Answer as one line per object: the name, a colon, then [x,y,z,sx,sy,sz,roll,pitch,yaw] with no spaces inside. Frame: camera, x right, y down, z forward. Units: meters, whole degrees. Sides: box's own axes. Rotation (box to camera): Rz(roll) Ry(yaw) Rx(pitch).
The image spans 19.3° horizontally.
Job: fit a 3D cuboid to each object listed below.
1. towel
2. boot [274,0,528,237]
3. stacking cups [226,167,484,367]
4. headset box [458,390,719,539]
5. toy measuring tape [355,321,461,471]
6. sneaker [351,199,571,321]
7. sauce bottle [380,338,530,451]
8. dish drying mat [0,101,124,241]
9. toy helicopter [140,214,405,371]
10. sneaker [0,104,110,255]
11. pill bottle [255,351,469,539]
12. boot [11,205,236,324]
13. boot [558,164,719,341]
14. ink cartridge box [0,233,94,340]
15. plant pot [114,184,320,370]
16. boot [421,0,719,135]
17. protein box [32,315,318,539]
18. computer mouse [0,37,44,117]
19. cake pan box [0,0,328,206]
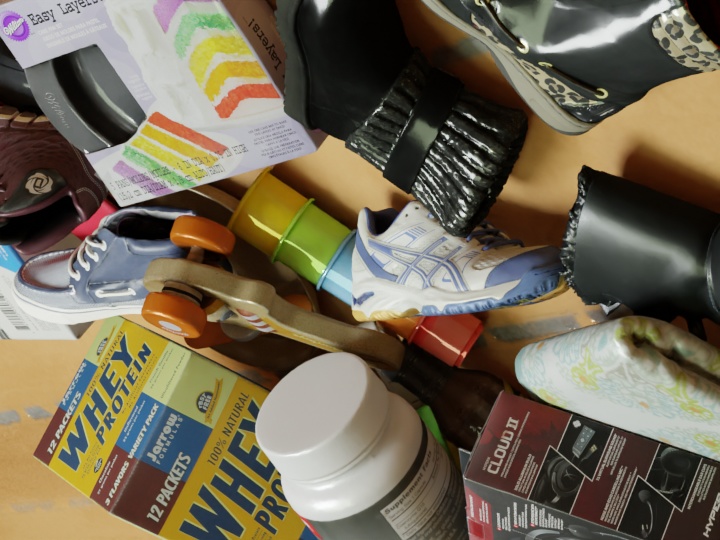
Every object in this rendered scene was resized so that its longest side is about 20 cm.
towel: [0.217,0.091,1.397,0.199,0.048,0.171,27,161,-13]
boot: [0.032,-0.122,1.338,0.158,0.079,0.211,36,159,17]
stacking cups: [0.000,0.000,1.558,0.200,0.061,0.061,32,148,2]
headset box: [0.159,0.171,1.464,0.199,0.077,0.149,18,151,17]
toy measuring tape: [0.049,0.127,1.639,0.073,0.074,0.200,2,133,44]
sneaker: [0.060,-0.013,1.440,0.200,0.075,0.089,-5,88,47]
sauce bottle: [0.105,0.119,1.582,0.200,0.065,0.065,38,148,1]
dish drying mat: [-0.262,-0.088,1.665,0.200,0.018,0.077,41,149,-20]
toy helicopter: [-0.064,0.037,1.559,0.199,0.079,0.132,19,164,0]
sneaker: [-0.278,-0.066,1.582,0.199,0.116,0.076,1,134,20]
pill bottle: [0.013,0.161,1.543,0.114,0.114,0.200,2,139,44]
boot: [-0.195,-0.012,1.645,0.199,0.073,0.090,-1,138,22]
boot: [0.205,-0.025,1.298,0.162,0.073,0.199,22,149,23]
ink cartridge box: [-0.316,-0.018,1.814,0.200,0.084,0.146,-1,132,46]
plant pot: [-0.110,-0.002,1.683,0.200,0.028,0.200,26,146,19]
boot: [0.119,-0.171,1.202,0.204,0.074,0.153,46,146,-23]
protein box: [-0.117,0.147,1.666,0.200,0.135,0.198,29,175,-26]
computer mouse: [-0.222,-0.146,1.597,0.200,0.046,0.141,28,148,17]
cake pan box: [-0.141,-0.145,1.479,0.199,0.052,0.185,-12,122,35]
